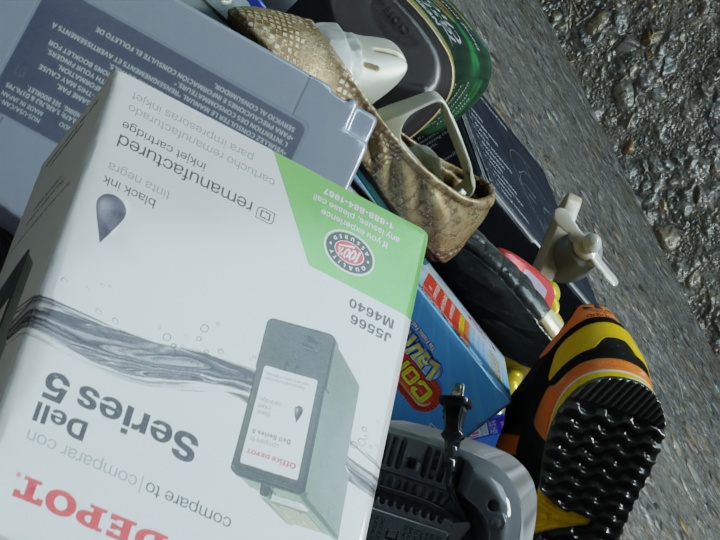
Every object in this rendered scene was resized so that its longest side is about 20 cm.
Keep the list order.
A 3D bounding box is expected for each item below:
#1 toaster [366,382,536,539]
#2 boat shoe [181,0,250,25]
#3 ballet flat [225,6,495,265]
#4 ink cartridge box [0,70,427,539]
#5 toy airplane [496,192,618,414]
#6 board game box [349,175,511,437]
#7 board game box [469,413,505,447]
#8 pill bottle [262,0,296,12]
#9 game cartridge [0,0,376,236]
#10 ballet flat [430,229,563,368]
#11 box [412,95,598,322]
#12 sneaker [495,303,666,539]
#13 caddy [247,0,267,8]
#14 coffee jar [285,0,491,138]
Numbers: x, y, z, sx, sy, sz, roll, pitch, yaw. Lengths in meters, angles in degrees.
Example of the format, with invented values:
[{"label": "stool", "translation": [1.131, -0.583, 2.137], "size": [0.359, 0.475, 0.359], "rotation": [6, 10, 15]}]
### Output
[{"label": "toaster", "translation": [0.015, 0.143, 0.760], "size": [0.129, 0.113, 0.200], "rotation": [11, 94, -78]}, {"label": "boat shoe", "translation": [-0.103, -0.148, 0.844], "size": [0.062, 0.073, 0.200], "rotation": [-65, 148, -19]}, {"label": "ballet flat", "translation": [0.007, -0.083, 0.888], "size": [0.200, 0.065, 0.071], "rotation": [47, 7, -40]}, {"label": "ink cartridge box", "translation": [-0.068, 0.050, 0.626], "size": [0.145, 0.084, 0.200], "rotation": [27, 52, -19]}, {"label": "toy airplane", "translation": [0.112, 0.059, 1.192], "size": [0.199, 0.141, 0.200], "rotation": [-39, 143, -64]}, {"label": "board game box", "translation": [0.000, 0.000, 0.928], "size": [0.196, 0.056, 0.200], "rotation": [52, 5, 0]}, {"label": "board game box", "translation": [0.100, 0.212, 1.028], "size": [0.152, 0.045, 0.200], "rotation": [-95, 169, -58]}, {"label": "pill bottle", "translation": [-0.033, -0.096, 1.159], "size": [0.200, 0.113, 0.113], "rotation": [64, 16, 16]}, {"label": "game cartridge", "translation": [-0.104, -0.061, 0.780], "size": [0.200, 0.133, 0.042], "rotation": [29, -13, -13]}, {"label": "ballet flat", "translation": [0.061, -0.017, 1.044], "size": [0.057, 0.067, 0.200], "rotation": [-33, 71, -35]}, {"label": "box", "translation": [0.086, -0.050, 1.427], "size": [0.200, 0.124, 0.197], "rotation": [45, 22, -41]}, {"label": "sneaker", "translation": [0.097, 0.108, 0.873], "size": [0.070, 0.200, 0.090], "rotation": [14, 35, -11]}, {"label": "caddy", "translation": [-0.138, -0.179, 0.990], "size": [0.200, 0.105, 0.141], "rotation": [52, -7, 40]}, {"label": "coffee jar", "translation": [0.016, -0.128, 1.020], "size": [0.104, 0.085, 0.200], "rotation": [49, 15, 2]}]
